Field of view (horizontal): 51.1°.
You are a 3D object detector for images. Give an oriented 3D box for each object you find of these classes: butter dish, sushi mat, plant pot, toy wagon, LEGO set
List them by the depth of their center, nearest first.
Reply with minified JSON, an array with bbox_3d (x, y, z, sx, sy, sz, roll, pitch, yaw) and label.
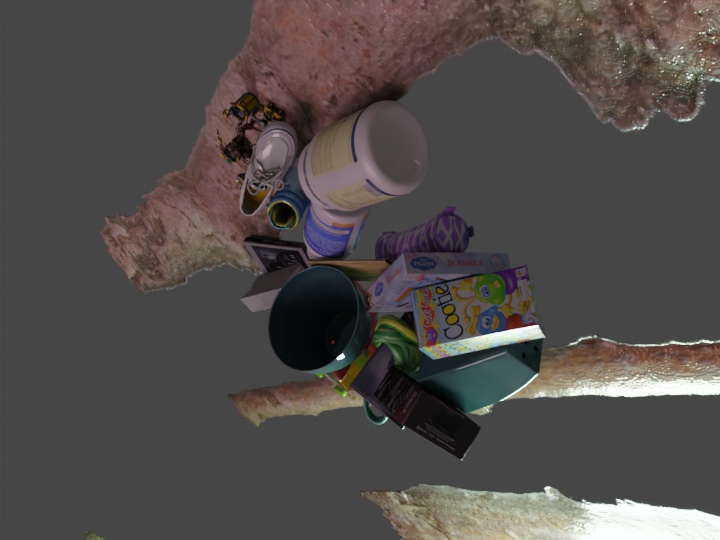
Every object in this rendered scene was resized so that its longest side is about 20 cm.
[{"bbox_3d":[0.230,0.156,1.392,0.141,0.143,0.199,33,144,-24],"label":"plant pot"},{"bbox_3d":[0.000,0.000,1.404,0.198,0.012,0.095,0,154,40],"label":"sushi mat"},{"bbox_3d":[-0.214,-0.219,1.418,0.153,0.116,0.200,40,149,-3],"label":"LEGO set"},{"bbox_3d":[-0.058,0.107,1.441,0.198,0.202,0.134,15,170,34],"label":"plant pot"},{"bbox_3d":[-0.026,0.092,1.598,0.147,0.201,0.200,-22,117,29],"label":"butter dish"},{"bbox_3d":[-0.011,0.213,1.727,0.200,0.156,0.040,41,163,-6],"label":"toy wagon"}]

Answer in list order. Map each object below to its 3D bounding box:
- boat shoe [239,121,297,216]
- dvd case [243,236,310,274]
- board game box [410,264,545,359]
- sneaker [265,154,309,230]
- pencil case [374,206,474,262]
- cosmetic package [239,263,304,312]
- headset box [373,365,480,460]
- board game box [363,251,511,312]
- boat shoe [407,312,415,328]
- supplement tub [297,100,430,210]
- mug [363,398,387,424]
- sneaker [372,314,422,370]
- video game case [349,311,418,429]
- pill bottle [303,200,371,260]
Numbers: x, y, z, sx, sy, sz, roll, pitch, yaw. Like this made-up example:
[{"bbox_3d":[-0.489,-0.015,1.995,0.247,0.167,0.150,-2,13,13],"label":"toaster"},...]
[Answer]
[{"bbox_3d":[-0.169,-0.164,1.310,0.074,0.087,0.202,24,137,-16],"label":"boat shoe"},{"bbox_3d":[-0.166,-0.010,1.734,0.198,0.025,0.151,8,138,42],"label":"dvd case"},{"bbox_3d":[0.197,0.073,1.262,0.197,0.104,0.105,-13,160,17],"label":"board game box"},{"bbox_3d":[-0.136,-0.123,1.427,0.079,0.132,0.200,24,161,1],"label":"sneaker"},{"bbox_3d":[0.105,-0.049,1.339,0.199,0.083,0.087,-20,82,53],"label":"pencil case"},{"bbox_3d":[-0.194,0.042,1.729,0.051,0.083,0.199,46,150,-20],"label":"cosmetic package"},{"bbox_3d":[0.128,0.274,1.451,0.148,0.078,0.200,33,179,-19],"label":"headset box"},{"bbox_3d":[0.129,0.023,1.321,0.197,0.042,0.200,0,159,-21],"label":"board game box"},{"bbox_3d":[0.129,0.095,1.511,0.070,0.071,0.201,-9,127,47],"label":"boat shoe"},{"bbox_3d":[0.001,-0.177,1.216,0.199,0.145,0.145,-11,124,52],"label":"supplement tub"},{"bbox_3d":[0.072,0.241,1.651,0.114,0.185,0.152,41,166,1],"label":"mug"},{"bbox_3d":[0.110,0.173,1.542,0.199,0.084,0.074,38,-173,4],"label":"sneaker"},{"bbox_3d":[0.092,0.206,1.573,0.142,0.201,0.019,38,170,1],"label":"video game case"},{"bbox_3d":[-0.049,-0.088,1.420,0.111,0.112,0.201,34,149,7],"label":"pill bottle"}]
